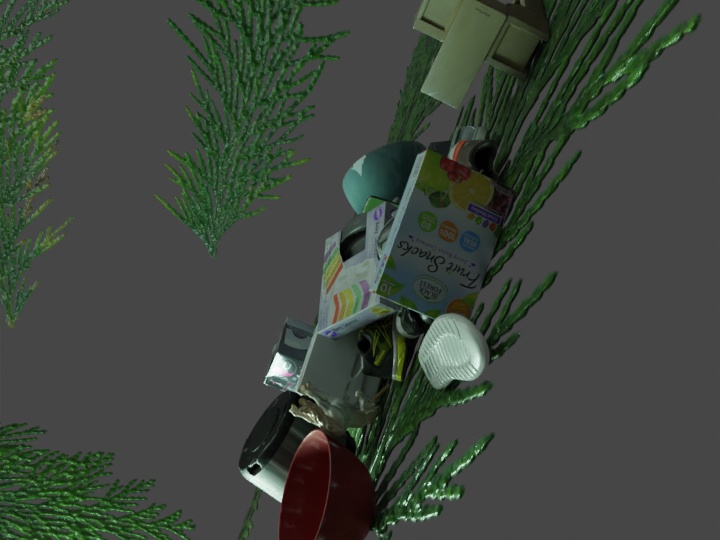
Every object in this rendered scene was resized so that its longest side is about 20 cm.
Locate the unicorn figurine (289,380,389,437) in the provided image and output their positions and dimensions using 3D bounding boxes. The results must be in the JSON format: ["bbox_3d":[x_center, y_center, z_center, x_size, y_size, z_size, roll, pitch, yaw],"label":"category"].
[{"bbox_3d":[-0.041,0.235,1.120,0.076,0.134,0.200,-66,-5,20],"label":"unicorn figurine"}]

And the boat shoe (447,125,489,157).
[{"bbox_3d":[0.150,-0.143,1.070,0.206,0.070,0.070,-68,-24,-16],"label":"boat shoe"}]

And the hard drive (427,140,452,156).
[{"bbox_3d":[0.135,-0.131,1.176,0.134,0.042,0.205,10,77,60],"label":"hard drive"}]

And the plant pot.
[{"bbox_3d":[0.075,-0.149,1.370,0.138,0.195,0.201,68,153,21],"label":"plant pot"}]

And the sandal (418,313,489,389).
[{"bbox_3d":[0.119,0.095,0.825,0.049,0.084,0.203,-25,-9,-18],"label":"sandal"}]

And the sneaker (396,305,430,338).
[{"bbox_3d":[0.112,0.011,1.057,0.090,0.065,0.206,175,111,-78],"label":"sneaker"}]

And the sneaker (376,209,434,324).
[{"bbox_3d":[0.076,-0.007,1.008,0.114,0.074,0.206,-19,61,39],"label":"sneaker"}]

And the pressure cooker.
[{"bbox_3d":[-0.102,0.342,1.203,0.179,0.198,0.177,-47,13,21],"label":"pressure cooker"}]

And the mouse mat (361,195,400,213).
[{"bbox_3d":[0.020,-0.032,1.211,0.160,0.007,0.205,25,94,54],"label":"mouse mat"}]

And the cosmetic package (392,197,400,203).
[{"bbox_3d":[0.034,-0.036,1.307,0.199,0.107,0.091,-39,14,38],"label":"cosmetic package"}]

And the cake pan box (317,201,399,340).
[{"bbox_3d":[0.000,0.000,1.165,0.182,0.051,0.206,-25,50,45],"label":"cake pan box"}]

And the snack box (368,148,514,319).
[{"bbox_3d":[0.111,-0.040,0.901,0.053,0.139,0.205,-171,102,-80],"label":"snack box"}]

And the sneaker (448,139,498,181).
[{"bbox_3d":[0.161,-0.101,0.968,0.081,0.075,0.207,-6,73,54],"label":"sneaker"}]

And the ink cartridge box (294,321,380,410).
[{"bbox_3d":[-0.038,0.190,1.293,0.200,0.142,0.151,121,168,-73],"label":"ink cartridge box"}]

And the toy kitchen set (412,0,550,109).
[{"bbox_3d":[0.177,-0.386,1.088,0.183,0.195,0.165,-78,13,-49],"label":"toy kitchen set"}]

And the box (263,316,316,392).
[{"bbox_3d":[-0.112,0.220,1.572,0.134,0.195,0.116,-80,16,-54],"label":"box"}]

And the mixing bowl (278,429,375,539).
[{"bbox_3d":[-0.043,0.360,1.026,0.201,0.106,0.204,-52,28,43],"label":"mixing bowl"}]

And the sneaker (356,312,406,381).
[{"bbox_3d":[0.033,0.105,1.155,0.202,0.082,0.076,-98,11,-54],"label":"sneaker"}]
